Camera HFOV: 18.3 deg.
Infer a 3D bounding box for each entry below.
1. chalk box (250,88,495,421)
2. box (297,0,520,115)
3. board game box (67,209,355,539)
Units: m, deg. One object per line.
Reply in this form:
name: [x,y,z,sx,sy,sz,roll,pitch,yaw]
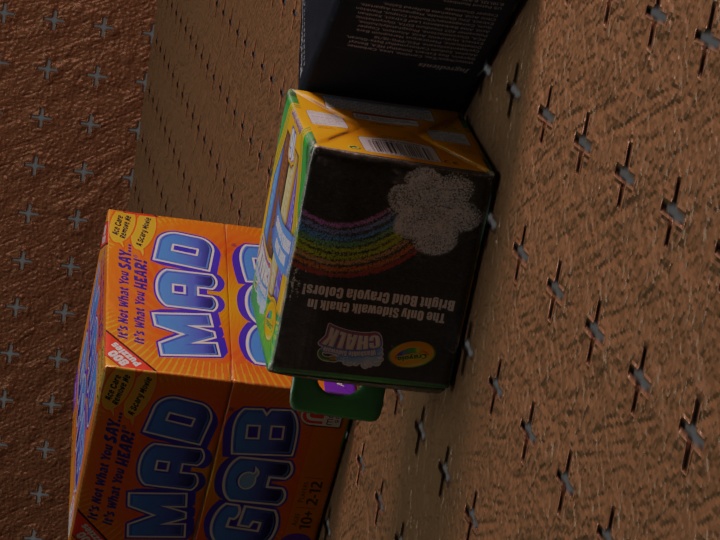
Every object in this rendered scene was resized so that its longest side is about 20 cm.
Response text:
chalk box: [0.000,0.000,1.461,0.124,0.124,0.201,-110,30,-66]
box: [0.034,-0.234,1.455,0.200,0.117,0.197,116,158,-62]
board game box: [-0.126,0.099,1.838,0.200,0.199,0.200,-96,17,-51]
